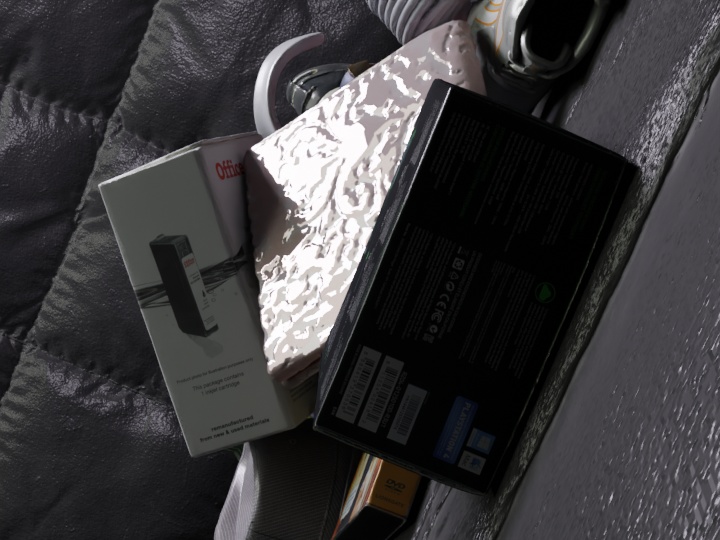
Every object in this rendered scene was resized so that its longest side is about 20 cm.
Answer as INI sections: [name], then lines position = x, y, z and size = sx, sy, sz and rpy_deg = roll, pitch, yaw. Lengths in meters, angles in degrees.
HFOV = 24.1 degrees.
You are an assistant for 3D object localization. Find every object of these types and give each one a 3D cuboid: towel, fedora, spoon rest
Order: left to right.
[fedora]
position = -0.053, 0.168, 1.236
size = 0.200, 0.090, 0.178
rpy_deg = -90, 17, -67
[spoon rest]
position = -0.043, -0.081, 1.316
size = 0.099, 0.060, 0.202
rpy_deg = 2, 104, 65
[towel]
position = 0.009, -0.043, 1.085
size = 0.190, 0.032, 0.201
rpy_deg = -31, 47, 26

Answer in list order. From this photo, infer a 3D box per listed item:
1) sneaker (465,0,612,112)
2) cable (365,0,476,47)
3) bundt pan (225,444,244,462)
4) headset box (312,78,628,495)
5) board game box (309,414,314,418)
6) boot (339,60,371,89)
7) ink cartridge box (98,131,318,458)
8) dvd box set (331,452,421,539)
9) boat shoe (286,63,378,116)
[sneaker]
position = 0.109, -0.148, 1.076
size = 0.200, 0.075, 0.093
rpy_deg = 115, 171, -54
[cable]
position = 0.096, -0.231, 1.177
size = 0.200, 0.069, 0.200
rpy_deg = -38, -8, 15
[bundt pan]
position = -0.052, 0.064, 1.409
size = 0.075, 0.202, 0.203
rpy_deg = -11, 48, 42
[headset box]
position = 0.049, -0.001, 0.870
size = 0.200, 0.092, 0.175
rpy_deg = -96, 28, -83
[board game box]
position = -0.073, 0.031, 1.287
size = 0.158, 0.201, 0.039
rpy_deg = -36, 1, 22
[boot]
position = 0.023, -0.070, 1.349
size = 0.097, 0.074, 0.201
rpy_deg = -119, 20, -48
[ink cartridge box]
position = -0.094, 0.012, 1.189
size = 0.144, 0.083, 0.202
rpy_deg = -28, -79, -74
[dvd box set]
position = 0.036, 0.077, 1.086
size = 0.146, 0.029, 0.201
rpy_deg = 119, 172, -70
[boat shoe]
position = 0.030, -0.148, 1.421
size = 0.068, 0.199, 0.072
rpy_deg = 37, 125, 45
